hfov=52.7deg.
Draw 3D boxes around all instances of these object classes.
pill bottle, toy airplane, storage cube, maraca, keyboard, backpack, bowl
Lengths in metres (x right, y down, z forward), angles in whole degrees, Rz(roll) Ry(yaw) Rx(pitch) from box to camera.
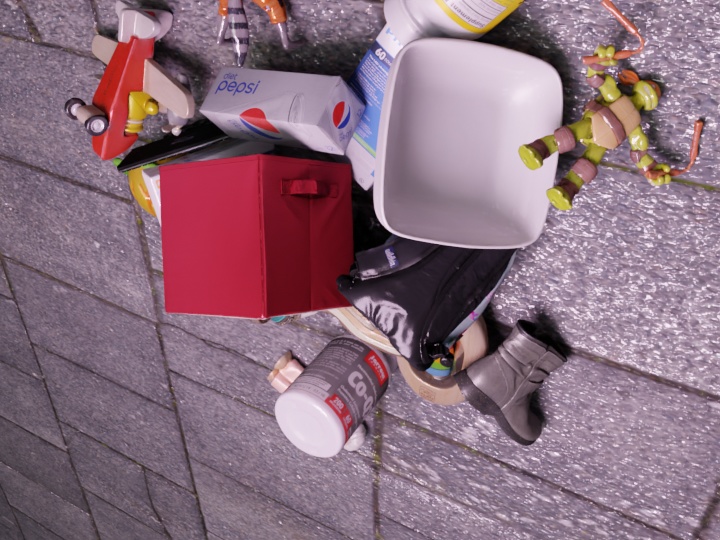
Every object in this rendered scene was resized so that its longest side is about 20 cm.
[{"bbox_3d":[0.115,-0.296,0.702,0.200,0.111,0.112,-30,100,44],"label":"pill bottle"},{"bbox_3d":[-0.308,-0.272,1.026,0.198,0.141,0.201,-19,72,31],"label":"toy airplane"},{"bbox_3d":[-0.125,-0.040,0.894,0.199,0.171,0.181,-1,92,36],"label":"storage cube"},{"bbox_3d":[-0.025,0.166,1.068,0.113,0.200,0.114,18,129,24],"label":"pill bottle"},{"bbox_3d":[-0.302,-0.135,1.121,0.199,0.107,0.137,16,162,44],"label":"maraca"},{"bbox_3d":[-0.239,-0.185,1.021,0.199,0.127,0.021,-13,120,15],"label":"keyboard"},{"bbox_3d":[0.090,-0.002,0.866,0.167,0.127,0.200,44,92,-3],"label":"backpack"},{"bbox_3d":[0.104,-0.128,0.754,0.075,0.199,0.201,-155,70,-69],"label":"bowl"}]

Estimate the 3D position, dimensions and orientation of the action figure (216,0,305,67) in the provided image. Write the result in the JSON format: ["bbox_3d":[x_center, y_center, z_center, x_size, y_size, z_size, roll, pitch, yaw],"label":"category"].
[{"bbox_3d":[-0.119,-0.345,0.845,0.199,0.105,0.194,19,140,28],"label":"action figure"}]

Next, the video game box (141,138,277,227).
[{"bbox_3d":[-0.188,-0.077,1.028,0.047,0.181,0.201,35,144,54],"label":"video game box"}]

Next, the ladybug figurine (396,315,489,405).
[{"bbox_3d":[0.117,0.103,1.011,0.135,0.072,0.201,24,131,19],"label":"ladybug figurine"}]

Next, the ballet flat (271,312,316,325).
[{"bbox_3d":[-0.089,0.034,1.110,0.075,0.068,0.200,5,151,-12],"label":"ballet flat"}]

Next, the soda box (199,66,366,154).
[{"bbox_3d":[-0.096,-0.193,0.869,0.199,0.069,0.063,16,166,36],"label":"soda box"}]

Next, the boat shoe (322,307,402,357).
[{"bbox_3d":[0.006,0.039,0.948,0.199,0.072,0.076,28,121,14],"label":"boat shoe"}]

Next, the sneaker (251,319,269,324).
[{"bbox_3d":[-0.185,-0.003,1.156,0.075,0.070,0.201,22,130,28],"label":"sneaker"}]

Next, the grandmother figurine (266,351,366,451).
[{"bbox_3d":[-0.071,0.233,1.252,0.200,0.061,0.121,41,144,8],"label":"grandmother figurine"}]

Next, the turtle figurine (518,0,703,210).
[{"bbox_3d":[0.236,-0.148,0.723,0.200,0.161,0.064,52,180,-24],"label":"turtle figurine"}]

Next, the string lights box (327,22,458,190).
[{"bbox_3d":[0.033,-0.199,0.866,0.103,0.059,0.200,45,135,0],"label":"string lights box"}]

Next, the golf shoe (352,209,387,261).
[{"bbox_3d":[0.000,0.000,1.035,0.094,0.078,0.201,20,131,46],"label":"golf shoe"}]

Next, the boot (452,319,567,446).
[{"bbox_3d":[0.224,0.152,0.962,0.130,0.068,0.200,-40,130,13],"label":"boot"}]
